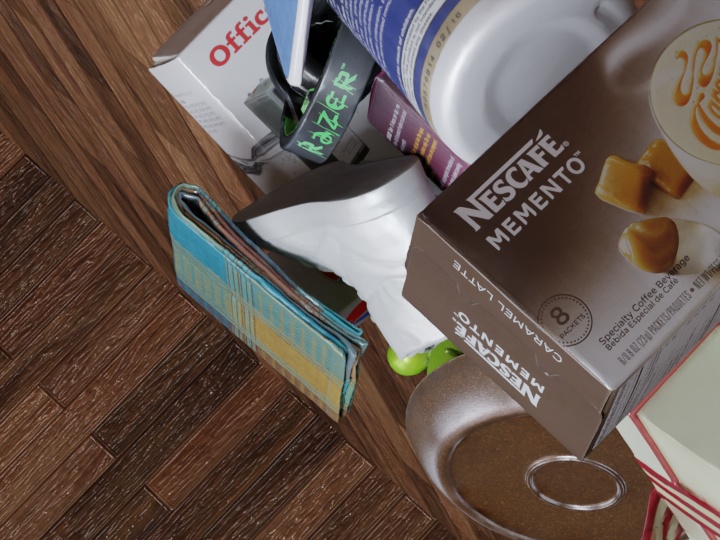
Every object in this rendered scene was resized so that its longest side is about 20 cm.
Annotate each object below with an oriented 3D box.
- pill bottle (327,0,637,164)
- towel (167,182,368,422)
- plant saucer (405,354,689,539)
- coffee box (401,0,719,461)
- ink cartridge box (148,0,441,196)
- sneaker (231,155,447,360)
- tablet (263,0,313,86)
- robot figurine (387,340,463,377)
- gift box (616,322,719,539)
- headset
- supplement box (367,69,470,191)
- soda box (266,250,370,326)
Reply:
[{"bbox_3d":[0.042,-0.146,1.204,0.200,0.111,0.111,53,179,42],"label":"pill bottle"},{"bbox_3d":[-0.057,0.022,1.481,0.147,0.022,0.200,41,168,8],"label":"towel"},{"bbox_3d":[0.121,0.107,1.367,0.199,0.032,0.201,9,145,6],"label":"plant saucer"},{"bbox_3d":[0.126,-0.033,1.075,0.114,0.200,0.080,42,158,14],"label":"coffee box"},{"bbox_3d":[-0.009,-0.108,1.532,0.200,0.147,0.083,46,170,-12],"label":"ink cartridge box"},{"bbox_3d":[0.000,0.000,1.404,0.116,0.074,0.200,60,160,-13],"label":"sneaker"},{"bbox_3d":[-0.033,-0.204,1.204,0.201,0.014,0.131,98,162,-45],"label":"tablet"},{"bbox_3d":[0.106,0.067,1.479,0.175,0.116,0.200,22,-178,15],"label":"robot figurine"},{"bbox_3d":[0.222,0.077,1.205,0.187,0.200,0.185,37,163,46],"label":"gift box"},{"bbox_3d":[-0.020,-0.150,1.359,0.094,0.201,0.124,21,130,-9],"label":"headset"},{"bbox_3d":[0.112,-0.062,1.321,0.200,0.110,0.086,44,170,6],"label":"supplement box"},{"bbox_3d":[0.014,-0.022,1.623,0.064,0.200,0.068,49,170,13],"label":"soda box"}]
